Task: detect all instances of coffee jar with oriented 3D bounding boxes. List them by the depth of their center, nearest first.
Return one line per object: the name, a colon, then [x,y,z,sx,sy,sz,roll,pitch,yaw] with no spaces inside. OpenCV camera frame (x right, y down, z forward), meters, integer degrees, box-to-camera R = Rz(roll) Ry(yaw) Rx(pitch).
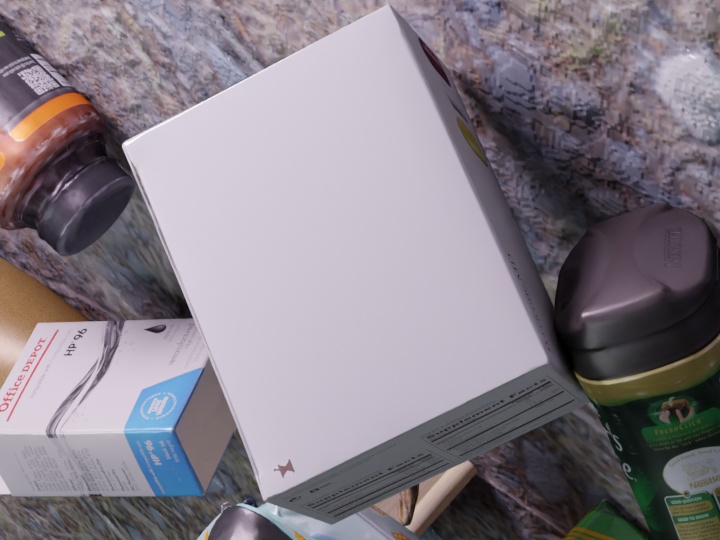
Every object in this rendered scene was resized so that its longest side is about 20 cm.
coffee jar: [0.165,0.070,1.188,0.085,0.104,0.200,-18,117,17]

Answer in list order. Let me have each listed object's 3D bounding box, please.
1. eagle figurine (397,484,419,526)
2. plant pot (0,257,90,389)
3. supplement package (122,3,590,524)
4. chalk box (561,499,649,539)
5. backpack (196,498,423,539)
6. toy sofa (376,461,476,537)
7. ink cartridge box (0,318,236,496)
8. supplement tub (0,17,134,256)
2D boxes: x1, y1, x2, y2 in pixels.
eagle figurine: [0.013,0.027,1.359,0.152,0.151,0.200,49,167,26]
plant pot: [-0.299,0.065,1.869,0.200,0.187,0.187,12,138,30]
supplement package: [0.000,0.000,1.193,0.200,0.155,0.111,67,-169,17]
chalk box: [0.167,0.262,1.427,0.200,0.124,0.124,41,153,14]
backpack: [-0.026,0.211,1.436,0.176,0.153,0.200,35,163,4]
toy sofa: [0.006,0.167,1.600,0.098,0.083,0.200,46,155,-4]
ink cartridge box: [-0.188,0.097,1.687,0.199,0.116,0.068,-3,130,25]
supplement tub: [-0.245,-0.100,1.607,0.200,0.107,0.107,44,154,13]
